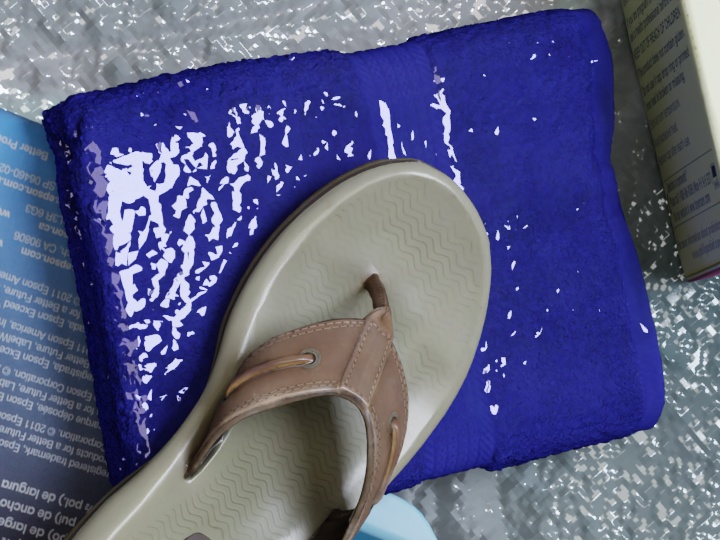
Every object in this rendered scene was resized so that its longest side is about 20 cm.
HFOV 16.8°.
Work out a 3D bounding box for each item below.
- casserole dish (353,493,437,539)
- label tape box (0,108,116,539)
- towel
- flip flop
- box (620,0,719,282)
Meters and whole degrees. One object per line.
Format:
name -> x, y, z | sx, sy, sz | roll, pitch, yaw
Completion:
casserole dish -> -0.032, 0.166, 0.809 | 0.121, 0.039, 0.200 | 21, 84, -10
label tape box -> -0.134, 0.049, 0.779 | 0.143, 0.066, 0.200 | 20, 84, -31
towel -> 0.000, 0.000, 0.793 | 0.200, 0.050, 0.148 | -12, 94, -27
flip flop -> -0.022, 0.054, 0.720 | 0.081, 0.058, 0.200 | 46, 70, -19
box -> 0.180, -0.113, 0.827 | 0.176, 0.097, 0.200 | -12, 86, -5
